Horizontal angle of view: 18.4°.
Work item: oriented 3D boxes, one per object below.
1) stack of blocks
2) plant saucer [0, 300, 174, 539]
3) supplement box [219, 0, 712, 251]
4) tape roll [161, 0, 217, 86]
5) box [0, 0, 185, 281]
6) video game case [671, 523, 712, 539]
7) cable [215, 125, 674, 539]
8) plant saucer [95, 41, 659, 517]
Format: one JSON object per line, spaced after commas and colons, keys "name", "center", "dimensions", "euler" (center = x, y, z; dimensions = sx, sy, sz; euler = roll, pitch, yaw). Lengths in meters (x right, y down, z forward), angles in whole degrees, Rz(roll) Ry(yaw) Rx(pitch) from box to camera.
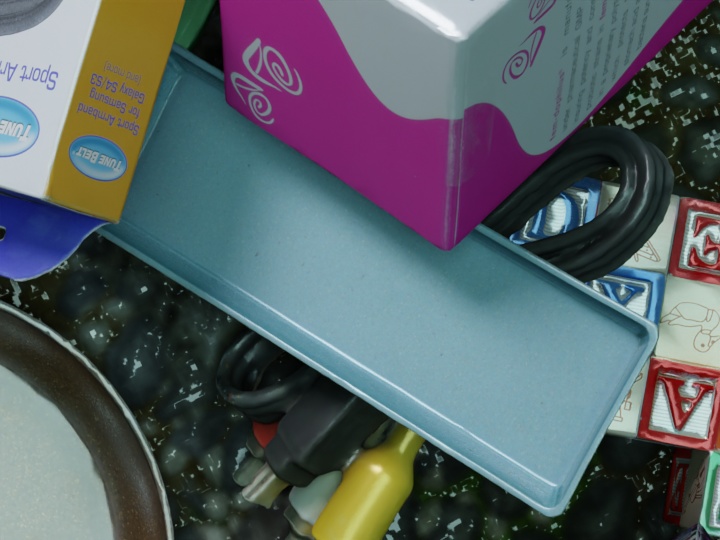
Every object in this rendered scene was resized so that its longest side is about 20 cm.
{"name": "stack of blocks", "center": [0.138, 0.039, 0.797], "dimensions": [0.199, 0.059, 0.116], "euler": [11, 87, -6]}
{"name": "plant saucer", "center": [-0.165, 0.103, 0.776], "dimensions": [0.199, 0.032, 0.201], "euler": [0, 89, -6]}
{"name": "supplement box", "center": [0.055, -0.118, 0.719], "dimensions": [0.103, 0.101, 0.200], "euler": [33, 59, 22]}
{"name": "tape roll", "center": [-0.143, -0.132, 0.777], "dimensions": [0.200, 0.048, 0.201], "euler": [0, 88, -6]}
{"name": "box", "center": [-0.107, -0.101, 0.704], "dimensions": [0.119, 0.041, 0.201], "euler": [13, 84, 38]}
{"name": "video game case", "center": [0.099, 0.218, 0.772], "dimensions": [0.181, 0.036, 0.200], "euler": [-35, 92, 13]}
{"name": "cable", "center": [0.024, 0.020, 0.763], "dimensions": [0.200, 0.097, 0.050], "euler": [-44, 136, 11]}
{"name": "plant saucer", "center": [0.000, 0.000, 0.728], "dimensions": [0.200, 0.019, 0.070], "euler": [31, 99, 21]}
